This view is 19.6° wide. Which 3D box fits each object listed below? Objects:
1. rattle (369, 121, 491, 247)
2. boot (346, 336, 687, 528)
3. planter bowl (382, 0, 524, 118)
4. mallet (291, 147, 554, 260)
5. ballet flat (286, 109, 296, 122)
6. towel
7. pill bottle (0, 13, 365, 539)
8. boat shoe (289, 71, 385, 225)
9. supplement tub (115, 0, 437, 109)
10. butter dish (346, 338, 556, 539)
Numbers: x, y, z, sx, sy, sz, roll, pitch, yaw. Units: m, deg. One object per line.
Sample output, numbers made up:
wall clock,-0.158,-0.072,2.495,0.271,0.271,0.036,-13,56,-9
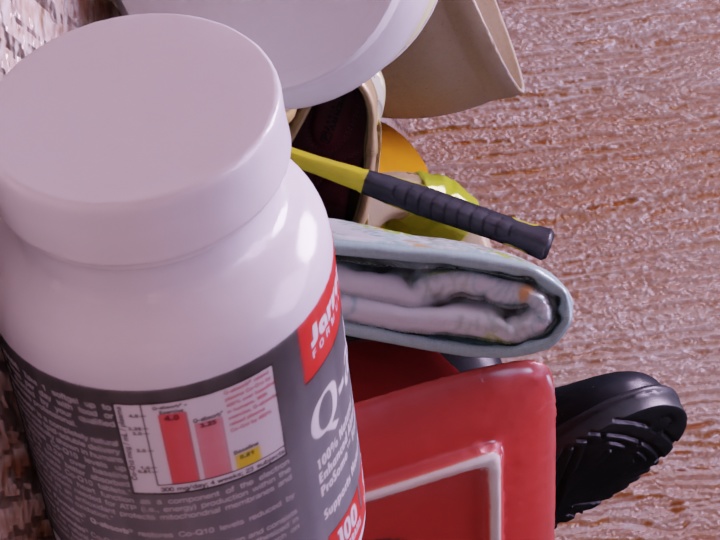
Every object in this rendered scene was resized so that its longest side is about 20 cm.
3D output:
rattle,-0.001,0.025,1.279,0.143,0.129,0.202,31,-56,50
boot,0.067,0.060,1.123,0.076,0.200,0.169,14,47,-43
planter bowl,0.004,-0.178,1.304,0.200,0.134,0.202,-23,90,-81
mallet,-0.006,-0.044,0.976,0.066,0.198,0.042,14,95,-80
ballet flat,-0.065,-0.135,1.154,0.201,0.068,0.063,-84,-162,-47
towel,0.000,0.000,0.990,0.171,0.198,0.049,-57,158,-84
pill bottle,-0.062,0.024,0.699,0.116,0.115,0.201,-87,173,-47
boat shoe,-0.034,-0.022,1.140,0.066,0.073,0.202,-96,-162,-78
supplement tub,-0.034,-0.147,0.927,0.200,0.143,0.147,-64,152,-81
butter dish,-0.017,0.105,1.015,0.148,0.198,0.201,-121,-160,-46
